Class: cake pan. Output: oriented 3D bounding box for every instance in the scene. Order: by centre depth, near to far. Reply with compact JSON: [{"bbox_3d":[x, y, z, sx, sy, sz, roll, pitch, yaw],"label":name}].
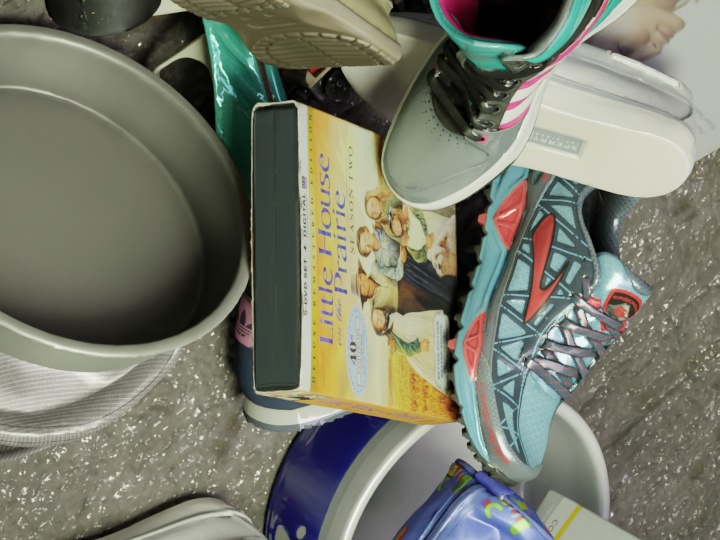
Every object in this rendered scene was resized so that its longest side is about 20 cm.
[{"bbox_3d":[-0.149,-0.032,1.437,0.199,0.201,0.037,-4,148,-35],"label":"cake pan"}]

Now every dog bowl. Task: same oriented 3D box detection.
[{"bbox_3d":[0.045,0.150,1.710,0.199,0.079,0.201,-14,116,-32],"label":"dog bowl"}]

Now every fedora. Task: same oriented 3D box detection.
[{"bbox_3d":[-0.160,0.027,1.498,0.199,0.090,0.178,-3,110,-36],"label":"fedora"}]

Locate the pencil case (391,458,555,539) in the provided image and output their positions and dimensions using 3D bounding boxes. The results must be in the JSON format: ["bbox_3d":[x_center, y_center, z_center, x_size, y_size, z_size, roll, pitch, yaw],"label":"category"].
[{"bbox_3d":[0.022,0.195,1.608,0.200,0.078,0.087,-48,151,-12],"label":"pencil case"}]

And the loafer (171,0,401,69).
[{"bbox_3d":[-0.032,-0.145,1.426,0.200,0.075,0.069,26,65,-66],"label":"loafer"}]

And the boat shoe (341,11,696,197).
[{"bbox_3d":[0.088,-0.104,1.574,0.199,0.069,0.072,14,138,-2],"label":"boat shoe"}]

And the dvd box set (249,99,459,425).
[{"bbox_3d":[0.000,0.000,1.526,0.200,0.029,0.147,18,70,-64],"label":"dvd box set"}]

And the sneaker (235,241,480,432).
[{"bbox_3d":[0.017,0.016,1.639,0.199,0.070,0.082,-28,126,-27],"label":"sneaker"}]

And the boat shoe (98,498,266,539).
[{"bbox_3d":[-0.132,0.191,1.591,0.199,0.068,0.072,-19,119,-30],"label":"boat shoe"}]

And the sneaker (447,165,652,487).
[{"bbox_3d":[0.108,0.019,1.598,0.079,0.095,0.201,31,65,-57],"label":"sneaker"}]

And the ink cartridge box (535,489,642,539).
[{"bbox_3d":[0.154,0.210,1.633,0.059,0.200,0.104,37,84,-40],"label":"ink cartridge box"}]

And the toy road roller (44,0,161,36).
[{"bbox_3d":[-0.151,-0.217,1.397,0.123,0.145,0.201,86,19,-44],"label":"toy road roller"}]

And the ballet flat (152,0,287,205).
[{"bbox_3d":[-0.077,-0.123,1.510,0.070,0.067,0.201,-12,101,0],"label":"ballet flat"}]

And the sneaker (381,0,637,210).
[{"bbox_3d":[0.060,-0.109,1.449,0.200,0.084,0.121,-52,159,20],"label":"sneaker"}]

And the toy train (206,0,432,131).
[{"bbox_3d":[-0.013,-0.125,1.585,0.200,0.034,0.046,-44,116,-13],"label":"toy train"}]

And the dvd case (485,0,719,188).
[{"bbox_3d":[0.146,-0.098,1.648,0.199,0.018,0.143,-30,135,24],"label":"dvd case"}]
